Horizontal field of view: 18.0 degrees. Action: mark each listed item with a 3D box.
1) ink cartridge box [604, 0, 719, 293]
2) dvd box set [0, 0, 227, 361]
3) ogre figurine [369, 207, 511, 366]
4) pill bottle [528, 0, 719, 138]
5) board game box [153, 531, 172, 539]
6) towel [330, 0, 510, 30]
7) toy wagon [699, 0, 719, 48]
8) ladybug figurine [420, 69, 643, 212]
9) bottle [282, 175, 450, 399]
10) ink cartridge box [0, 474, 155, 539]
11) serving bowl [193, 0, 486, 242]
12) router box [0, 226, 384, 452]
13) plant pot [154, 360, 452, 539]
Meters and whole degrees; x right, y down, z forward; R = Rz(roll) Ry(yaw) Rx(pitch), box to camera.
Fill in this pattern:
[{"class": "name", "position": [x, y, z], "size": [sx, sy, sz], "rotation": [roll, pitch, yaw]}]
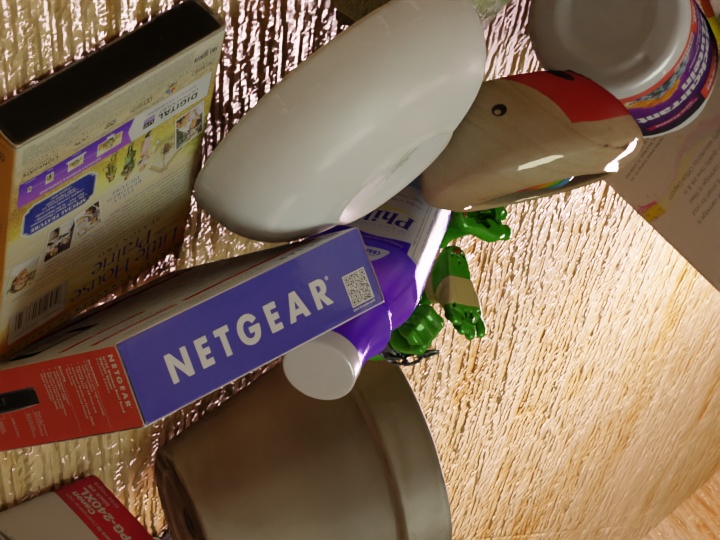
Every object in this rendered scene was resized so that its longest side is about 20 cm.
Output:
[{"class": "ink cartridge box", "position": [0.280, -0.095, 1.771], "size": [0.085, 0.200, 0.148], "rotation": [-13, 145, -57]}, {"class": "dvd box set", "position": [-0.147, -0.047, 1.240], "size": [0.146, 0.029, 0.200], "rotation": [-34, 158, -30]}, {"class": "ogre figurine", "position": [0.032, 0.001, 1.573], "size": [0.119, 0.201, 0.098], "rotation": [-19, 137, 34]}, {"class": "pill bottle", "position": [0.193, -0.156, 1.599], "size": [0.111, 0.111, 0.200], "rotation": [-47, 162, 6]}, {"class": "board game box", "position": [-0.171, 0.265, 1.801], "size": [0.200, 0.062, 0.200], "rotation": [-45, 161, -3]}, {"class": "towel", "position": [0.068, -0.198, 1.368], "size": [0.149, 0.036, 0.200], "rotation": [-52, 160, 18]}, {"class": "toy wagon", "position": [0.267, -0.194, 1.627], "size": [0.039, 0.201, 0.155], "rotation": [-23, -155, 14]}, {"class": "ladybug figurine", "position": [0.107, -0.085, 1.452], "size": [0.135, 0.072, 0.200], "rotation": [-17, 176, 25]}, {"class": "bottle", "position": [0.000, 0.000, 1.452], "size": [0.200, 0.083, 0.066], "rotation": [-66, 157, -48]}, {"class": "ink cartridge box", "position": [-0.251, 0.238, 1.539], "size": [0.200, 0.083, 0.146], "rotation": [-18, 148, -52]}, {"class": "serving bowl", "position": [0.000, -0.078, 1.319], "size": [0.200, 0.066, 0.200], "rotation": [-37, 170, -8]}, {"class": "router box", "position": [-0.117, 0.042, 1.320], "size": [0.199, 0.049, 0.179], "rotation": [-27, -170, -42]}, {"class": "plant pot", "position": [-0.052, 0.156, 1.669], "size": [0.173, 0.201, 0.200], "rotation": [-18, 153, -19]}]
